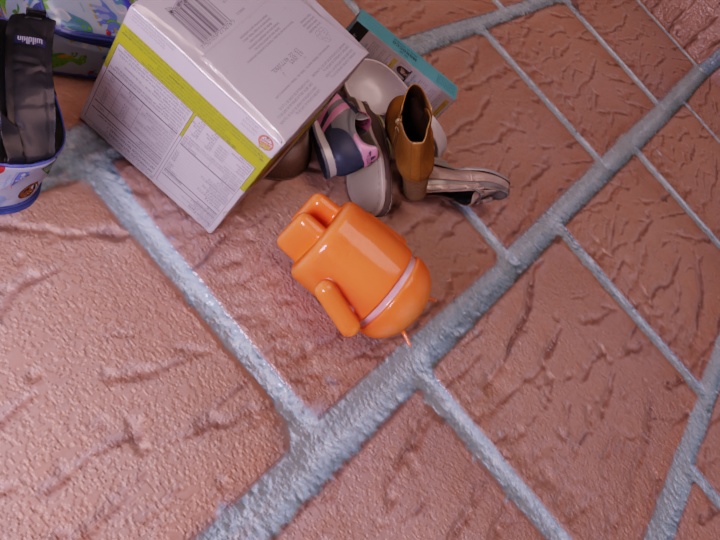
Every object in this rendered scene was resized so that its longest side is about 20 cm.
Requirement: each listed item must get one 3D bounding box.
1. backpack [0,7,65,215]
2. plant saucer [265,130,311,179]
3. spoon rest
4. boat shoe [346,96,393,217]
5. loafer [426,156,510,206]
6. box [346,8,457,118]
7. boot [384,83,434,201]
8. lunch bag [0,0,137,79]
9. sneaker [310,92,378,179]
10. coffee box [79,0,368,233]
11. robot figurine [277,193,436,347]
[{"bbox_3d":[-0.360,-0.137,0.806,0.200,0.154,0.191,-5,52,-40],"label":"backpack"},{"bbox_3d":[-0.138,-0.208,1.194,0.200,0.037,0.201,26,40,-25],"label":"plant saucer"},{"bbox_3d":[0.058,-0.246,1.397,0.200,0.061,0.099,42,56,-10],"label":"spoon rest"},{"bbox_3d":[0.015,-0.154,1.269,0.059,0.072,0.200,19,44,-41],"label":"boat shoe"},{"bbox_3d":[0.145,-0.122,1.384,0.200,0.072,0.063,10,66,-32],"label":"loafer"},{"bbox_3d":[0.052,-0.314,1.447,0.200,0.082,0.049,36,36,-15],"label":"box"},{"bbox_3d":[0.073,-0.211,1.268,0.071,0.144,0.202,-4,56,-2],"label":"boot"},{"bbox_3d":[-0.336,-0.321,1.064,0.161,0.082,0.200,0,58,-49],"label":"lunch bag"},{"bbox_3d":[-0.030,-0.210,1.249,0.082,0.070,0.200,-13,59,-4],"label":"sneaker"},{"bbox_3d":[-0.151,-0.205,1.012,0.200,0.198,0.200,42,49,-6],"label":"coffee box"},{"bbox_3d":[-0.001,0.001,1.069,0.200,0.117,0.144,39,9,-9],"label":"robot figurine"}]
